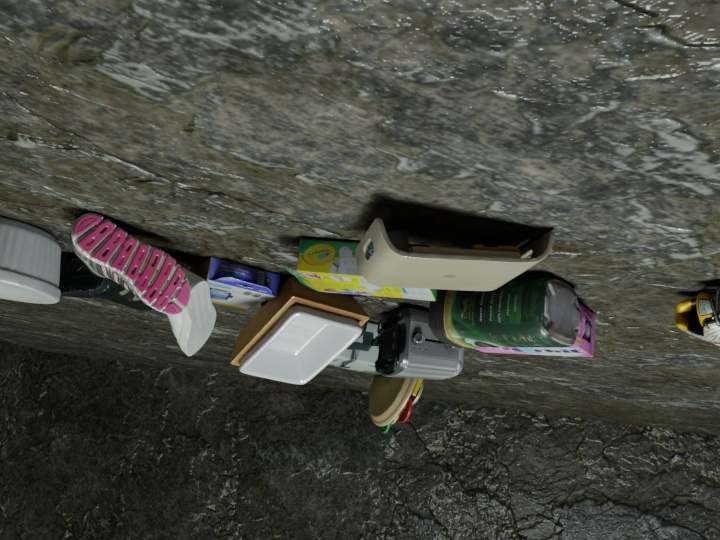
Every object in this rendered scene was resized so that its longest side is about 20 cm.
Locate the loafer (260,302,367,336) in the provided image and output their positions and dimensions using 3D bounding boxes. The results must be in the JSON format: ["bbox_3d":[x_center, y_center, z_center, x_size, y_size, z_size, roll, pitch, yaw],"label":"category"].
[{"bbox_3d":[-0.087,0.084,1.332,0.195,0.074,0.063,6,161,17],"label":"loafer"}]

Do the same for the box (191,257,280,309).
[{"bbox_3d":[-0.211,0.022,1.218,0.116,0.043,0.199,15,162,-24],"label":"box"}]

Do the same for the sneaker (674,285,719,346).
[{"bbox_3d":[0.438,0.053,0.869,0.080,0.080,0.200,11,166,-6],"label":"sneaker"}]

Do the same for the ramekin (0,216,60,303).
[{"bbox_3d":[-0.551,-0.019,1.137,0.196,0.097,0.203,8,167,2],"label":"ramekin"}]

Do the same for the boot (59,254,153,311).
[{"bbox_3d":[-0.456,0.024,1.310,0.193,0.076,0.162,1,168,24],"label":"boot"}]

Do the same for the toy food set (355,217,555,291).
[{"bbox_3d":[0.099,-0.024,0.834,0.194,0.062,0.144,2,166,-10],"label":"toy food set"}]

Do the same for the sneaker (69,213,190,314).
[{"bbox_3d":[-0.327,-0.009,1.052,0.199,0.075,0.086,40,160,-32],"label":"sneaker"}]

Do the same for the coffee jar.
[{"bbox_3d":[0.192,0.061,1.028,0.197,0.088,0.103,-6,162,43],"label":"coffee jar"}]

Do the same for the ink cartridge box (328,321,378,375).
[{"bbox_3d":[-0.022,0.150,1.514,0.195,0.085,0.146,14,164,-20],"label":"ink cartridge box"}]

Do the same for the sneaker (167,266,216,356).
[{"bbox_3d":[-0.295,0.048,1.195,0.114,0.074,0.202,33,145,15],"label":"sneaker"}]

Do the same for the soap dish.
[{"bbox_3d":[-0.103,0.101,1.235,0.155,0.083,0.200,17,134,-35],"label":"soap dish"}]

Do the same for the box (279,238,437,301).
[{"bbox_3d":[0.000,0.000,0.986,0.194,0.050,0.117,3,166,13],"label":"box"}]

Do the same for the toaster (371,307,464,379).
[{"bbox_3d":[0.103,0.136,1.326,0.126,0.117,0.200,9,165,-14],"label":"toaster"}]

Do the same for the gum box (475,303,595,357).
[{"bbox_3d":[0.252,0.085,1.127,0.196,0.068,0.113,-2,165,34],"label":"gum box"}]

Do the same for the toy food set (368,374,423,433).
[{"bbox_3d":[0.077,0.233,1.541,0.048,0.204,0.198,26,178,-16],"label":"toy food set"}]
